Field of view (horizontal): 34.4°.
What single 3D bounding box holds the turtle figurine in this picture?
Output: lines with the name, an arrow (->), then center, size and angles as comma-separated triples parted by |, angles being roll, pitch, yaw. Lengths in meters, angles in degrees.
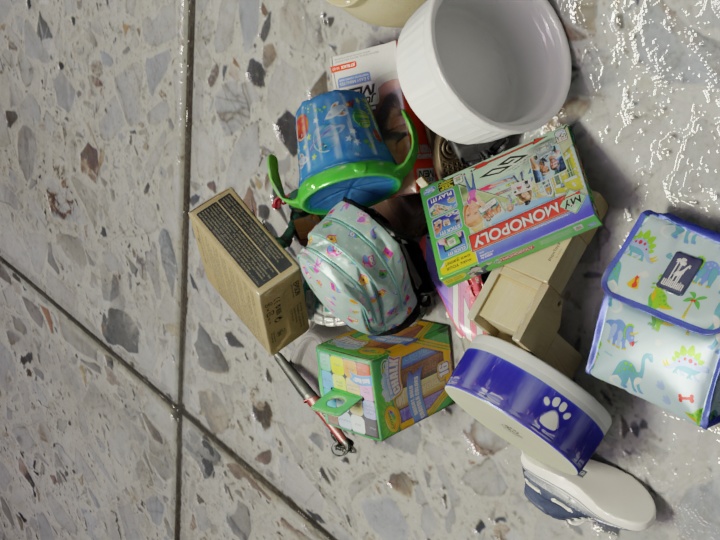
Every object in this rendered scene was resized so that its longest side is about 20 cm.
turtle figurine -> -0.068, -0.048, 1.698 | 0.149, 0.101, 0.200 | -13, 122, 29

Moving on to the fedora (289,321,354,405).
fedora -> -0.048, 0.142, 1.802 | 0.177, 0.090, 0.200 | 36, 130, 34

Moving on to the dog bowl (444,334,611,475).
dog bowl -> 0.206, 0.167, 1.441 | 0.200, 0.079, 0.200 | 33, 170, 7

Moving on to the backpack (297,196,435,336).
backpack -> 0.000, 0.000, 1.511 | 0.167, 0.127, 0.200 | 29, 162, 19

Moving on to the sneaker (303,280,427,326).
sneaker -> 0.006, 0.050, 1.670 | 0.200, 0.091, 0.078 | 5, 82, 25

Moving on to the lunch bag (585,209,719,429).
lunch bag -> 0.359, 0.050, 1.280 | 0.170, 0.127, 0.201 | 26, 111, 43

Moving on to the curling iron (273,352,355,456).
curling iron -> -0.076, 0.205, 1.778 | 0.200, 0.026, 0.050 | 52, 143, 10

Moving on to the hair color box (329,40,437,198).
hair color box -> 0.031, -0.197, 1.555 | 0.111, 0.064, 0.201 | -8, 93, 34

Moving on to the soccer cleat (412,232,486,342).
soccer cleat -> 0.144, 0.027, 1.558 | 0.200, 0.067, 0.077 | 55, 134, 22

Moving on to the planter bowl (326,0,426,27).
planter bowl -> 0.018, -0.400, 1.469 | 0.200, 0.135, 0.201 | 23, 122, 43

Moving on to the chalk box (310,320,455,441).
chalk box -> 0.020, 0.154, 1.642 | 0.124, 0.200, 0.124 | 11, 113, 46

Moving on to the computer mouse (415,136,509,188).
computer mouse -> 0.120, -0.161, 1.458 | 0.140, 0.046, 0.200 | -34, 103, 17

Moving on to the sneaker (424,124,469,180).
sneaker -> 0.112, -0.207, 1.509 | 0.076, 0.070, 0.201 | -153, 57, -63

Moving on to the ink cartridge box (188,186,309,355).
ink cartridge box -> -0.152, 0.004, 1.613 | 0.165, 0.075, 0.200 | 49, 163, 22

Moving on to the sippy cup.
sippy cup -> -0.025, -0.156, 1.490 | 0.140, 0.177, 0.131 | 133, 127, -65

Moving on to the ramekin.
ramekin -> 0.138, -0.244, 1.352 | 0.098, 0.200, 0.201 | -21, 89, 58

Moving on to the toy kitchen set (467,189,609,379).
toy kitchen set -> 0.212, -0.003, 1.460 | 0.163, 0.180, 0.200 | 26, 84, 36

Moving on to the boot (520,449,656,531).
boot -> 0.294, 0.296, 1.502 | 0.200, 0.073, 0.091 | 30, 141, 40

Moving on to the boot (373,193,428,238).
boot -> 0.012, -0.100, 1.663 | 0.200, 0.064, 0.186 | 51, 138, 15

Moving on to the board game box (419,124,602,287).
board game box -> 0.175, -0.076, 1.386 | 0.200, 0.029, 0.135 | -23, 56, 20
